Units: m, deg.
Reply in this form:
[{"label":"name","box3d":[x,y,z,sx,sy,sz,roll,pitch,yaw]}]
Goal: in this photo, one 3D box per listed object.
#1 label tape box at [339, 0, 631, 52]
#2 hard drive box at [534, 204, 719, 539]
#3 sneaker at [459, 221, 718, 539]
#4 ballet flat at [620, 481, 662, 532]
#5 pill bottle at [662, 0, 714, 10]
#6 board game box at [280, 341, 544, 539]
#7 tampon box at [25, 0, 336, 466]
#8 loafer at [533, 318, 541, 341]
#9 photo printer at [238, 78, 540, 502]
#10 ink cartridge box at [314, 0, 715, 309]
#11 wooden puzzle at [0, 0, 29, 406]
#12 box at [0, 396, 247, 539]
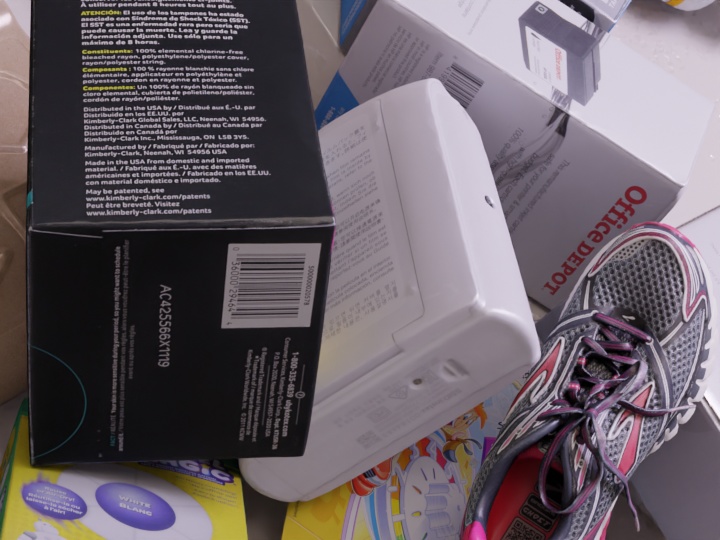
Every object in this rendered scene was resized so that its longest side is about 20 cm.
[{"label":"label tape box","box3d":[0.052,-0.178,1.032,0.199,0.144,0.066,32,50,-3]},{"label":"hard drive box","box3d":[0.215,0.045,0.912,0.199,0.077,0.157,-23,77,-41]},{"label":"sneaker","box3d":[0.110,0.069,0.788,0.080,0.075,0.202,21,79,20]},{"label":"ballet flat","box3d":[0.208,0.135,0.955,0.198,0.067,0.063,20,62,-12]},{"label":"pill bottle","box3d":[0.216,-0.254,1.181,0.199,0.113,0.113,27,51,-7]},{"label":"board game box","box3d":[0.031,0.122,0.862,0.133,0.034,0.201,4,53,8]},{"label":"tampon box","box3d":[-0.089,-0.035,0.774,0.125,0.151,0.201,0,44,-10]},{"label":"loafer","box3d":[0.178,0.062,0.987,0.198,0.063,0.072,18,54,-14]},{"label":"photo printer","box3d":[0.000,0.000,0.867,0.069,0.166,0.201,41,25,-37]},{"label":"ink cartridge box","box3d":[0.083,-0.085,0.986,0.199,0.145,0.084,33,50,-3]},{"label":"wooden puzzle","box3d":[-0.208,-0.031,0.880,0.185,0.046,0.201,-33,81,-37]},{"label":"box","box3d":[-0.109,0.121,0.762,0.116,0.049,0.200,18,15,-14]}]
